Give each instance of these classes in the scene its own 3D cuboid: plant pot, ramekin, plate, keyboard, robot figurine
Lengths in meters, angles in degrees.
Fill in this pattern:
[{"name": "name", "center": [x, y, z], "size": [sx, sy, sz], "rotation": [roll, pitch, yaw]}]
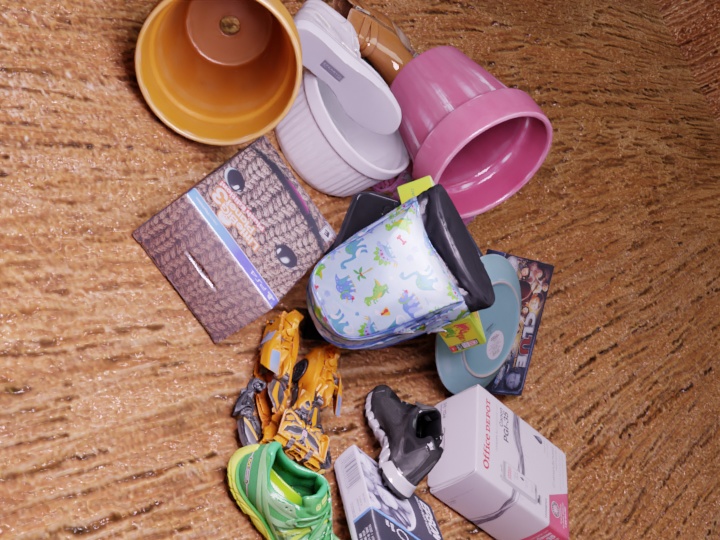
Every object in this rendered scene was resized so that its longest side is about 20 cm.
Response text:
[{"name": "plant pot", "center": [-0.169, -0.285, 1.510], "size": [0.200, 0.200, 0.184], "rotation": [44, 20, -22]}, {"name": "ramekin", "center": [-0.030, -0.198, 1.688], "size": [0.200, 0.105, 0.201], "rotation": [34, 40, -33]}, {"name": "plate", "center": [0.171, 0.078, 1.653], "size": [0.200, 0.025, 0.202], "rotation": [-20, 117, -46]}, {"name": "plant pot", "center": [0.134, -0.201, 1.656], "size": [0.199, 0.200, 0.179], "rotation": [7, 42, -51]}, {"name": "keyboard", "center": [0.000, 0.000, 1.523], "size": [0.127, 0.201, 0.021], "rotation": [13, 12, -45]}, {"name": "robot figurine", "center": [-0.076, 0.149, 1.389], "size": [0.145, 0.058, 0.201], "rotation": [37, 38, -29]}]

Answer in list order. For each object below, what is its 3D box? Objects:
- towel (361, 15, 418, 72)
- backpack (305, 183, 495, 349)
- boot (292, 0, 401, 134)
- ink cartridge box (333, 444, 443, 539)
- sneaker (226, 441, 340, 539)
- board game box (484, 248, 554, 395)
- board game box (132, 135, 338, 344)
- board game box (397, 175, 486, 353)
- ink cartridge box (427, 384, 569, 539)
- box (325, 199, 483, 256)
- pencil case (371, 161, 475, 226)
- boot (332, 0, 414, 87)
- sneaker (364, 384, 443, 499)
[{"name": "towel", "center": [0.058, -0.329, 1.989], "size": [0.147, 0.022, 0.200], "rotation": [48, 34, -18]}, {"name": "backpack", "center": [0.032, 0.013, 1.422], "size": [0.164, 0.199, 0.154], "rotation": [66, 22, 2]}, {"name": "boot", "center": [-0.011, -0.277, 1.611], "size": [0.200, 0.073, 0.096], "rotation": [44, 41, -21]}, {"name": "ink cartridge box", "center": [0.062, 0.318, 1.390], "size": [0.200, 0.043, 0.198], "rotation": [43, 12, -25]}, {"name": "sneaker", "center": [-0.061, 0.266, 1.291], "size": [0.200, 0.083, 0.074], "rotation": [52, 33, -14]}, {"name": "board game box", "center": [0.209, 0.078, 1.746], "size": [0.135, 0.034, 0.201], "rotation": [10, 95, -50]}, {"name": "board game box", "center": [-0.141, -0.041, 1.418], "size": [0.160, 0.097, 0.200], "rotation": [53, 33, -9]}, {"name": "board game box", "center": [0.103, -0.007, 1.534], "size": [0.102, 0.047, 0.201], "rotation": [52, 21, -63]}, {"name": "ink cartridge box", "center": [0.187, 0.271, 1.623], "size": [0.200, 0.083, 0.147], "rotation": [39, 38, -29]}, {"name": "box", "center": [0.067, -0.019, 1.672], "size": [0.149, 0.107, 0.200], "rotation": [59, 32, -1]}, {"name": "pencil case", "center": [0.100, -0.129, 1.832], "size": [0.199, 0.087, 0.083], "rotation": [23, 15, -43]}, {"name": "boot", "center": [0.027, -0.333, 1.865], "size": [0.154, 0.074, 0.201], "rotation": [28, 30, -42]}, {"name": "sneaker", "center": [0.060, 0.189, 1.470], "size": [0.066, 0.090, 0.200], "rotation": [44, 13, -23]}]
